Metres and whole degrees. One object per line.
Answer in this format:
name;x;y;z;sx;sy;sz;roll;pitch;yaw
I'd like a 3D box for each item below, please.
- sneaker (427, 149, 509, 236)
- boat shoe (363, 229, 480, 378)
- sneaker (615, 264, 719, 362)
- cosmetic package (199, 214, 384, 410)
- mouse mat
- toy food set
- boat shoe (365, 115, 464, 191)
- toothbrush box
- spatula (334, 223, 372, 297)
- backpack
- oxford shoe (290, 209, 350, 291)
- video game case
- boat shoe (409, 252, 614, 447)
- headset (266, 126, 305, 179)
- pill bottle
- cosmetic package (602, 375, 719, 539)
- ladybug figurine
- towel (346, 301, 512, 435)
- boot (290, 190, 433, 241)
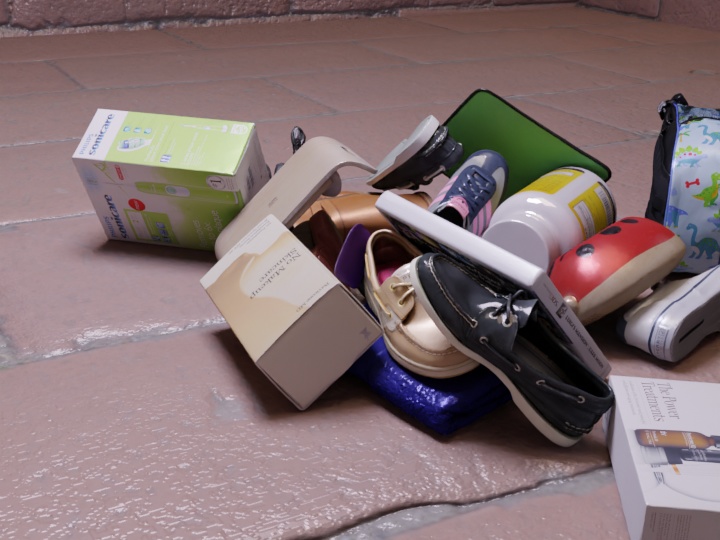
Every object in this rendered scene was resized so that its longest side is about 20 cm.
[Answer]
sneaker;0.114;-0.066;1.190;0.070;0.082;0.200;31;66;5
boat shoe;0.045;0.024;0.953;0.073;0.069;0.200;-18;30;-14
sneaker;0.330;0.029;1.088;0.071;0.073;0.200;23;29;37
cosmetic package;-0.069;0.032;0.992;0.105;0.071;0.200;-44;29;-3
mouse mat;0.185;-0.130;1.315;0.200;0.161;0.008;31;53;-12
toy food set;-0.073;-0.054;1.153;0.060;0.200;0.144;42;3;-22
boat shoe;0.063;-0.125;1.306;0.060;0.076;0.200;40;-14;-7
toothbrush box;-0.215;-0.103;1.268;0.199;0.146;0.086;8;53;13
spatula;0.000;0.000;1.076;0.020;0.057;0.200;21;-9;8
backpack;0.410;-0.090;1.258;0.146;0.184;0.200;7;26;16
oxford shoe;-0.057;0.007;1.159;0.074;0.071;0.200;-27;22;13
video game case;0.122;0.014;0.990;0.200;0.182;0.023;31;80;43
boat shoe;0.125;0.051;0.864;0.200;0.066;0.074;50;36;2
headset;-0.115;-0.123;1.376;0.123;0.094;0.200;5;-5;-23
pill bottle;0.210;-0.044;1.219;0.111;0.112;0.200;13;23;27
cosmetic package;0.270;0.147;0.806;0.150;0.052;0.200;6;21;3
ladybug figurine;0.253;-0.003;1.096;0.136;0.072;0.200;-34;-5;40
towel;0.063;0.075;0.980;0.147;0.050;0.200;-28;33;-27
boot;-0.006;-0.054;1.293;0.154;0.074;0.200;-7;10;-25
